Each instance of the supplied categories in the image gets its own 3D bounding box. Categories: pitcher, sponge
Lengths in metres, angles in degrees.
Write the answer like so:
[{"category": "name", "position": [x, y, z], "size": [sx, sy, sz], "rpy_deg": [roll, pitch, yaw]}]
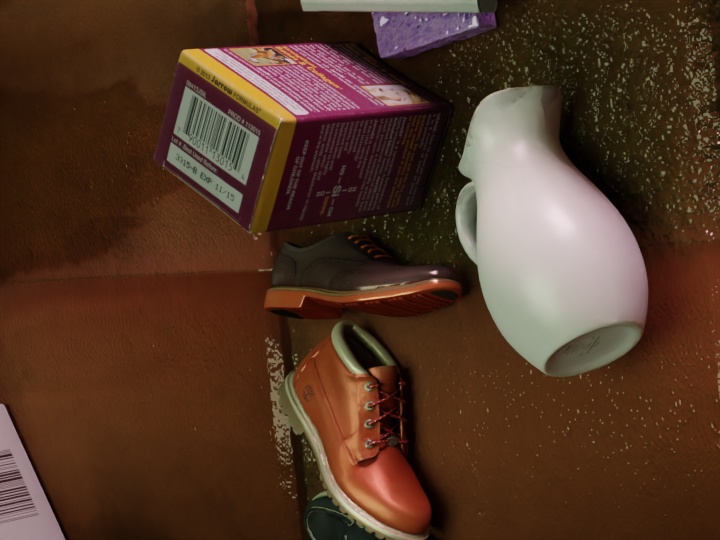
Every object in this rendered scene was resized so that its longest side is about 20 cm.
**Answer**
[{"category": "pitcher", "position": [0.134, -0.013, 1.471], "size": [0.172, 0.121, 0.201], "rpy_deg": [116, 140, -55]}, {"category": "sponge", "position": [0.044, -0.281, 1.568], "size": [0.111, 0.030, 0.201], "rpy_deg": [-13, 86, 45]}]

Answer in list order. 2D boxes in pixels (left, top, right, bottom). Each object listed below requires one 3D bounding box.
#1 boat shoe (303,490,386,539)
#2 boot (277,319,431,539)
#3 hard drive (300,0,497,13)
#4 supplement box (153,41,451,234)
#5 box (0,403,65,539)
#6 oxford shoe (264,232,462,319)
[{"category": "boat shoe", "position": [0.009, 0.253, 1.651], "size": [0.199, 0.066, 0.075], "rpy_deg": [32, 132, 37]}, {"category": "boot", "position": [0.010, 0.138, 1.638], "size": [0.107, 0.075, 0.200], "rpy_deg": [-52, 59, 31]}, {"category": "hard drive", "position": [0.028, -0.274, 1.547], "size": [0.199, 0.026, 0.133], "rpy_deg": [8, 101, 45]}, {"category": "supplement box", "position": [-0.046, -0.112, 1.563], "size": [0.131, 0.199, 0.104], "rpy_deg": [36, 120, 36]}, {"category": "box", "position": [-0.443, 0.266, 2.020], "size": [0.131, 0.199, 0.200], "rpy_deg": [-45, 65, 38]}, {"category": "oxford shoe", "position": [0.000, 0.000, 1.629], "size": [0.199, 0.071, 0.073], "rpy_deg": [-2, 76, 36]}]
